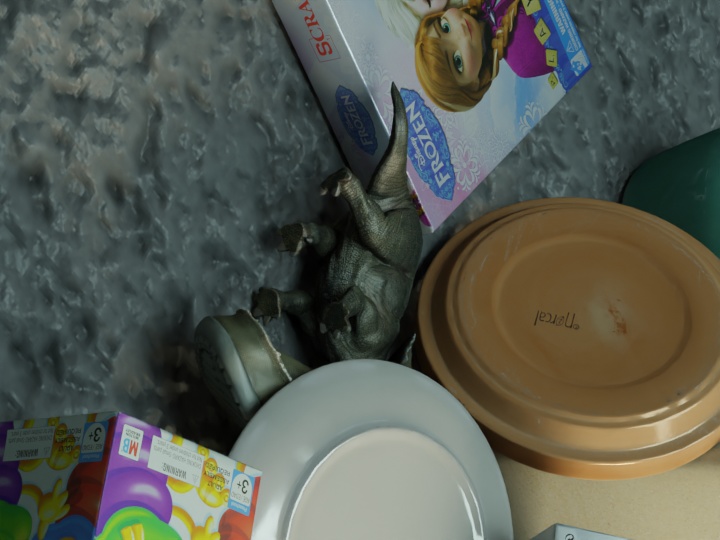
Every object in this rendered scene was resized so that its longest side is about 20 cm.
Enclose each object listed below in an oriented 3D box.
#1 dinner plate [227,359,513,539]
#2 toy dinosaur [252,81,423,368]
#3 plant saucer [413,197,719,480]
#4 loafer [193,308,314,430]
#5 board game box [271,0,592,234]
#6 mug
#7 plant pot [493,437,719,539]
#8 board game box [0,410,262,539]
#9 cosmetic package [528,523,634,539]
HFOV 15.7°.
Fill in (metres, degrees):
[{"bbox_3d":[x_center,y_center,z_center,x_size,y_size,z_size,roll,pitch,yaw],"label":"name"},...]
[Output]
[{"bbox_3d":[0.008,0.146,1.333,0.199,0.024,0.202,1,89,-37],"label":"dinner plate"},{"bbox_3d":[0.000,0.000,1.440,0.102,0.077,0.201,23,65,-56],"label":"toy dinosaur"},{"bbox_3d":[0.130,0.032,1.494,0.201,0.199,0.032,-54,160,-38],"label":"plant saucer"},{"bbox_3d":[-0.017,0.084,1.380,0.070,0.075,0.200,-41,125,-6],"label":"loafer"},{"bbox_3d":[0.038,-0.155,1.516,0.200,0.041,0.201,-46,118,-42],"label":"board game box"},{"bbox_3d":[0.269,-0.011,1.678,0.185,0.114,0.153,40,51,-24],"label":"mug"},{"bbox_3d":[0.209,0.153,1.565,0.200,0.176,0.201,-30,107,-47],"label":"plant pot"},{"bbox_3d":[-0.130,0.180,1.230,0.105,0.103,0.201,26,65,-43],"label":"board game box"},{"bbox_3d":[0.092,0.231,1.413,0.051,0.200,0.152,13,73,-8],"label":"cosmetic package"}]
